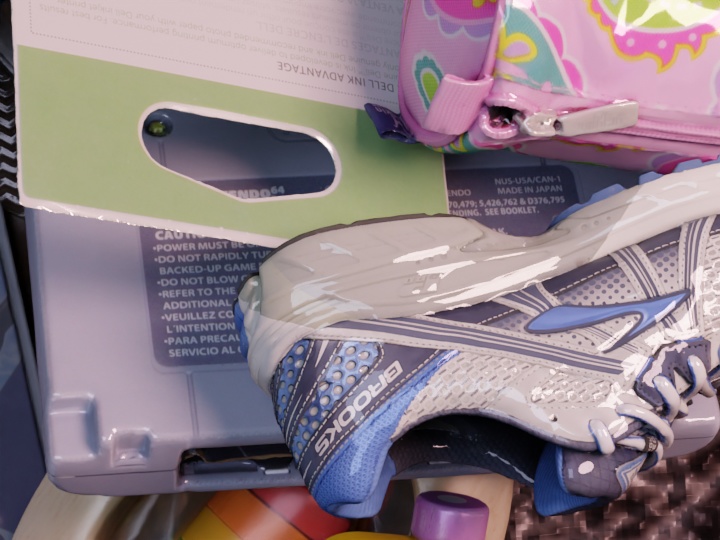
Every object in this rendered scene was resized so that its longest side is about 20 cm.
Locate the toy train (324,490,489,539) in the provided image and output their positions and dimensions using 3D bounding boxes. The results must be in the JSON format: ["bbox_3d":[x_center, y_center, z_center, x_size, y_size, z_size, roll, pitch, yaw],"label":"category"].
[{"bbox_3d":[0.008,0.153,0.850,0.200,0.056,0.150,-21,107,-14],"label":"toy train"}]

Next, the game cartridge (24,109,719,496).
[{"bbox_3d":[0.000,0.000,0.872,0.200,0.041,0.133,-2,60,-9],"label":"game cartridge"}]

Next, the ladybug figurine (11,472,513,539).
[{"bbox_3d":[-0.035,0.094,0.912,0.136,0.072,0.200,44,89,8],"label":"ladybug figurine"}]

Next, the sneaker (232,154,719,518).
[{"bbox_3d":[0.069,0.027,0.807,0.200,0.077,0.085,-11,65,-5],"label":"sneaker"}]

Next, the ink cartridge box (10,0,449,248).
[{"bbox_3d":[-0.049,-0.093,0.855,0.048,0.145,0.200,-33,54,53],"label":"ink cartridge box"}]

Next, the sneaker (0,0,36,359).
[{"bbox_3d":[-0.125,-0.060,0.976,0.073,0.085,0.200,-22,99,12],"label":"sneaker"}]

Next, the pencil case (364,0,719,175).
[{"bbox_3d":[0.108,-0.058,0.840,0.200,0.087,0.088,8,85,-19],"label":"pencil case"}]

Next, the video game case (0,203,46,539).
[{"bbox_3d":[-0.161,0.092,0.884,0.023,0.182,0.200,-6,99,42],"label":"video game case"}]

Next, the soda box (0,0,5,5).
[{"bbox_3d":[-0.184,-0.061,0.908,0.068,0.064,0.200,45,107,-5],"label":"soda box"}]
